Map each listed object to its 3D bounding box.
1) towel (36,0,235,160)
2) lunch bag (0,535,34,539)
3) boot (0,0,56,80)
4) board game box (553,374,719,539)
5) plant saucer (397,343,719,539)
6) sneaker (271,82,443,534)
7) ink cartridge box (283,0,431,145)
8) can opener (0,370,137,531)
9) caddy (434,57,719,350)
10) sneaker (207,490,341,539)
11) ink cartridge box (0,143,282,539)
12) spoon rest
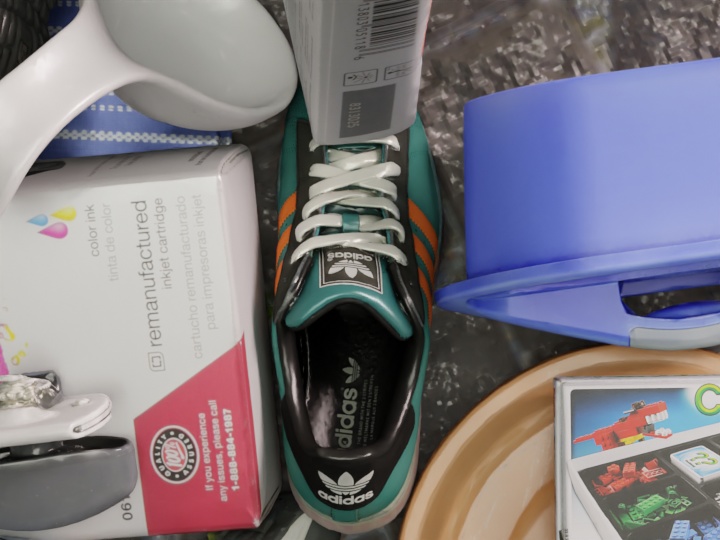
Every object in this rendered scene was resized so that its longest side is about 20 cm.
[{"bbox_3d":[-0.122,-0.084,1.214,0.145,0.024,0.200,1,88,4],"label":"towel"},{"bbox_3d":[-0.178,0.193,1.117,0.160,0.076,0.200,4,100,2],"label":"lunch bag"},{"bbox_3d":[-0.176,-0.135,1.173,0.132,0.070,0.200,10,65,27],"label":"boot"},{"bbox_3d":[0.175,0.103,1.127,0.200,0.035,0.126,0,90,1],"label":"board game box"},{"bbox_3d":[0.113,0.128,1.162,0.200,0.032,0.201,0,89,2],"label":"plant saucer"},{"bbox_3d":[0.000,0.000,1.160,0.071,0.080,0.200,-1,72,-1],"label":"sneaker"},{"bbox_3d":[-0.015,-0.168,1.121,0.050,0.162,0.200,-8,72,-5],"label":"ink cartridge box"},{"bbox_3d":[-0.187,0.073,1.104,0.200,0.053,0.067,-4,102,7],"label":"can opener"},{"bbox_3d":[0.126,-0.021,1.144,0.200,0.141,0.105,-8,84,2],"label":"caddy"},{"bbox_3d":[-0.052,0.187,1.190,0.085,0.074,0.200,29,84,-23],"label":"sneaker"},{"bbox_3d":[-0.138,0.033,1.162,0.200,0.086,0.148,-6,100,5],"label":"ink cartridge box"},{"bbox_3d":[-0.090,-0.078,1.114,0.099,0.200,0.061,44,127,4],"label":"spoon rest"}]
